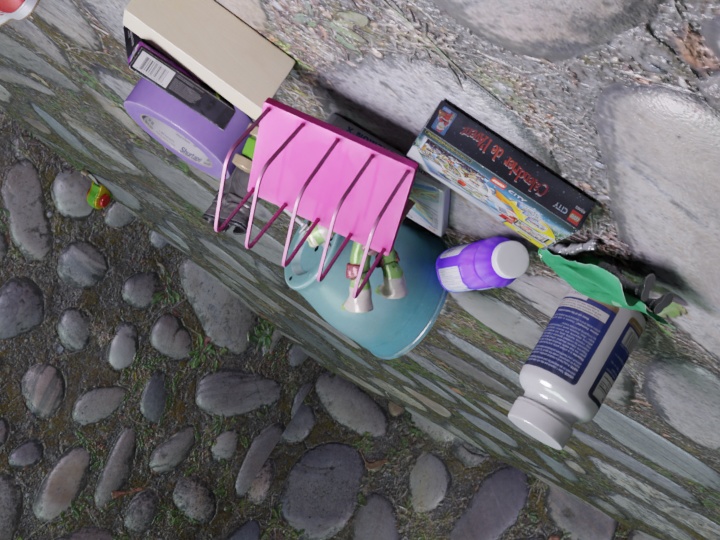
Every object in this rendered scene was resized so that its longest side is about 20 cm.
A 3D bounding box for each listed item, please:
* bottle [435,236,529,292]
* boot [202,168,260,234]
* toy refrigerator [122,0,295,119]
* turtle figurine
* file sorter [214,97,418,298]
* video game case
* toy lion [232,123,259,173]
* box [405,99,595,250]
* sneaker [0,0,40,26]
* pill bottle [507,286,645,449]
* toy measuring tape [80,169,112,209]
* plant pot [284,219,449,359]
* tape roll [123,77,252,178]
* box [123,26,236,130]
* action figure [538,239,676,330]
[{"bbox_3d":[0.166,-0.008,1.475,0.200,0.083,0.066,167,87,-74],"label":"bottle"},{"bbox_3d":[-0.242,-0.141,1.938,0.199,0.132,0.070,20,164,50],"label":"boot"},{"bbox_3d":[-0.184,-0.275,1.336,0.199,0.076,0.070,34,169,-10],"label":"toy refrigerator"},{"bbox_3d":[-0.011,-0.055,1.451,0.198,0.196,0.144,-2,-162,17],"label":"turtle figurine"},{"bbox_3d":[-0.058,-0.079,1.290,0.198,0.126,0.140,25,133,8],"label":"file sorter"},{"bbox_3d":[0.039,-0.125,1.491,0.181,0.022,0.200,31,169,10],"label":"video game case"},{"bbox_3d":[-0.078,-0.137,1.624,0.190,0.069,0.200,26,-179,6],"label":"toy lion"},{"bbox_3d":[0.151,-0.102,1.226,0.199,0.038,0.137,34,169,-2],"label":"box"},{"bbox_3d":[-0.602,-0.453,1.777,0.112,0.072,0.199,36,162,-35],"label":"sneaker"},{"bbox_3d":[0.274,0.124,1.421,0.110,0.201,0.111,31,169,7],"label":"pill bottle"},{"bbox_3d":[-0.811,-0.236,3.341,0.073,0.074,0.200,29,169,19],"label":"toy measuring tape"},{"bbox_3d":[0.000,0.000,1.603,0.187,0.202,0.199,28,173,-29],"label":"plant pot"},{"bbox_3d":[-0.265,-0.236,1.724,0.199,0.085,0.200,31,169,7],"label":"tape roll"},{"bbox_3d":[-0.237,-0.263,1.427,0.142,0.036,0.200,32,-167,-26],"label":"box"},{"bbox_3d":[0.273,0.002,1.286,0.118,0.055,0.200,39,175,-36],"label":"action figure"}]
